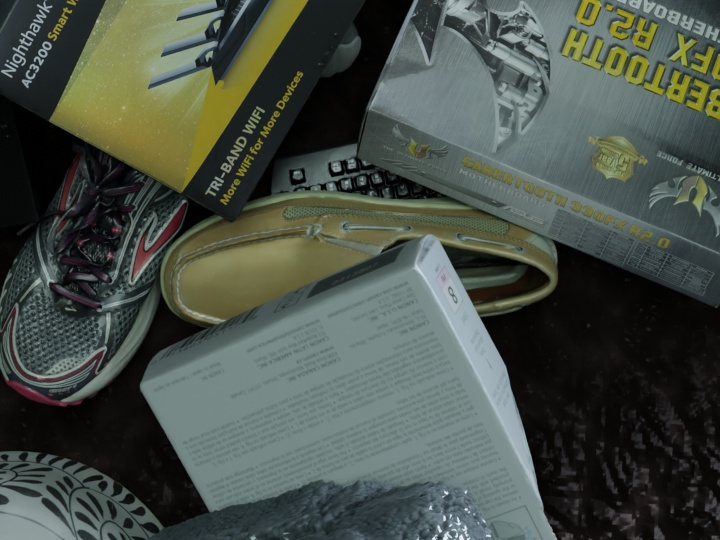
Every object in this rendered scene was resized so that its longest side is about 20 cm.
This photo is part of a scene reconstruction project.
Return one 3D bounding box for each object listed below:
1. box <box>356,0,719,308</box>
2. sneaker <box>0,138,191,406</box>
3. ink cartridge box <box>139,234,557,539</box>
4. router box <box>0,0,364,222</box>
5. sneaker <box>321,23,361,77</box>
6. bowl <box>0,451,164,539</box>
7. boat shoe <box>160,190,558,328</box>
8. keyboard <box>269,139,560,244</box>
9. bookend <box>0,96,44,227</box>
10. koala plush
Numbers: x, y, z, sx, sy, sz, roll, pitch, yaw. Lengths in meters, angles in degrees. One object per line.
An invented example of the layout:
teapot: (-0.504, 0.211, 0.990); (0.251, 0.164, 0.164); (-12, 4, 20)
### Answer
box: (0.116, -0.092, 1.045); (0.199, 0.048, 0.159); (23, 60, 4)
sneaker: (-0.129, -0.029, 1.050); (0.080, 0.075, 0.201); (23, 80, 5)
ink cartridge box: (0.008, 0.103, 1.000); (0.162, 0.057, 0.201); (-23, 106, 23)
router box: (-0.076, -0.146, 0.963); (0.157, 0.052, 0.201); (28, 94, -36)
sneaker: (-0.086, -0.163, 1.079); (0.199, 0.078, 0.078); (26, 73, 6)
bowl: (-0.180, 0.182, 0.997); (0.199, 0.094, 0.203); (0, 78, 2)
boat shoe: (0.000, 0.000, 1.026); (0.198, 0.076, 0.072); (-8, 112, -4)
keyboard: (0.048, -0.057, 1.071); (0.198, 0.040, 0.105); (-12, 79, -2)
bookend: (-0.269, -0.113, 1.003); (0.198, 0.200, 0.092); (-9, 38, 0)
koala plush: (-0.004, 0.210, 0.929); (0.182, 0.177, 0.202); (-18, 100, 12)
